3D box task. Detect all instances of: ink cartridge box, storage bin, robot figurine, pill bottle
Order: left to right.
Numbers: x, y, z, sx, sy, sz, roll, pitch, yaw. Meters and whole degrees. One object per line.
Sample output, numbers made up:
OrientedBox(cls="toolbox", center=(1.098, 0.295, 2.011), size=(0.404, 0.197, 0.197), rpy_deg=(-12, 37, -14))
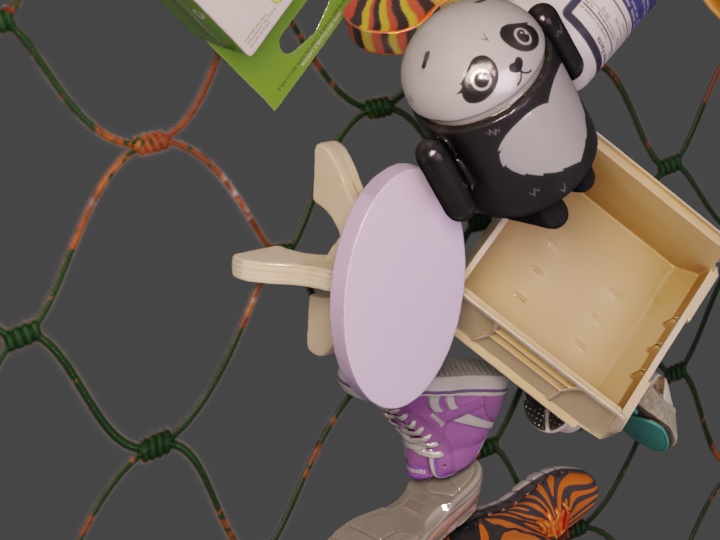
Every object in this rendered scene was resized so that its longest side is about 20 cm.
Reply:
OrientedBox(cls="ink cartridge box", center=(-0.062, -0.227, 1.496), size=(0.148, 0.076, 0.200), rpy_deg=(-55, 132, -9))
OrientedBox(cls="robot figurine", center=(0.114, -0.122, 1.554), size=(0.124, 0.151, 0.200), rpy_deg=(-19, 130, 19))
OrientedBox(cls="pill bottle", center=(0.176, -0.223, 1.681), size=(0.200, 0.111, 0.111), rpy_deg=(-49, 132, -14))
OrientedBox(cls="storage bin", center=(0.196, 0.011, 1.722), size=(0.198, 0.094, 0.200), rpy_deg=(38, 67, -4))

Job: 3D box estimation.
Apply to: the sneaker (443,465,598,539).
OrientedBox(cls="sneaker", center=(0.174, 0.256, 1.876), size=(0.200, 0.112, 0.078), rpy_deg=(-22, 121, -33))

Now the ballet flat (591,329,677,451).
OrientedBox(cls="ballet flat", center=(0.262, 0.112, 1.846), size=(0.063, 0.067, 0.200), rpy_deg=(-63, 149, -12))

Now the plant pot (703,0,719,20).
OrientedBox(cls="plant pot", center=(0.427, -0.319, 1.819), size=(0.183, 0.200, 0.201), rpy_deg=(-21, 121, -51))

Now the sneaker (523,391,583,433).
OrientedBox(cls="sneaker", center=(0.225, 0.065, 1.881), size=(0.080, 0.074, 0.200), rpy_deg=(22, 98, -55))

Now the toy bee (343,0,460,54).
OrientedBox(cls="toy bee", center=(0.083, -0.245, 1.580), size=(0.200, 0.109, 0.131), rpy_deg=(-58, 157, 6))

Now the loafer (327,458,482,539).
OrientedBox(cls="loafer", center=(0.039, 0.245, 1.788), size=(0.200, 0.072, 0.063), rpy_deg=(-35, 134, -29))

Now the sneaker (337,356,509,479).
OrientedBox(cls="sneaker", center=(0.049, 0.134, 1.748), size=(0.200, 0.073, 0.115), rpy_deg=(10, 104, -43))

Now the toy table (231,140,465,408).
OrientedBox(cls="toy table", center=(0.000, 0.000, 1.616), size=(0.183, 0.117, 0.201), rpy_deg=(2, 106, -41))
